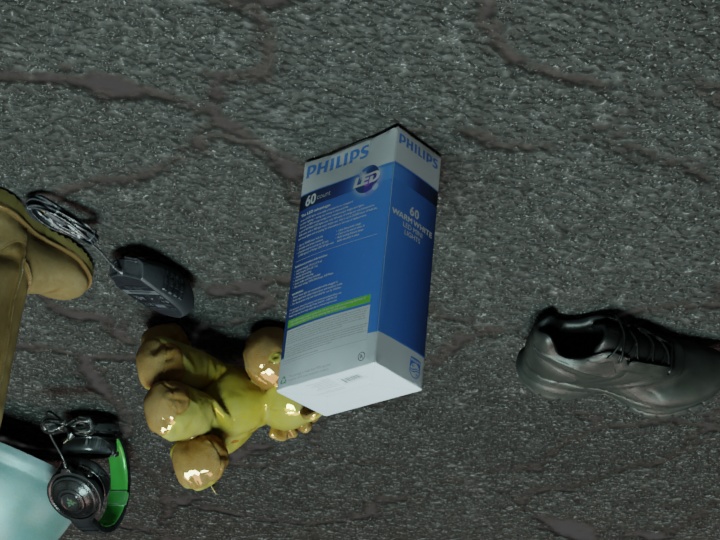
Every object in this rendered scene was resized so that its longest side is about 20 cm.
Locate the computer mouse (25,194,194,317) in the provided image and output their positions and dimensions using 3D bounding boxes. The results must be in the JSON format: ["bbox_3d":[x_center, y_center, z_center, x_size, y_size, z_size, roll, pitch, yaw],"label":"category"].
[{"bbox_3d":[-0.219,-0.017,1.419,0.058,0.034,0.200,4,153,42],"label":"computer mouse"}]

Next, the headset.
[{"bbox_3d":[-0.298,0.215,1.775,0.093,0.124,0.200,-5,146,19],"label":"headset"}]

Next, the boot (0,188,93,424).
[{"bbox_3d":[-0.309,0.054,1.377,0.066,0.202,0.175,-9,149,26],"label":"boot"}]

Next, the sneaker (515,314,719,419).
[{"bbox_3d":[0.247,0.083,1.475,0.198,0.076,0.091,3,146,0],"label":"sneaker"}]

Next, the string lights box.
[{"bbox_3d":[0.000,0.000,1.216,0.102,0.202,0.059,-18,144,39],"label":"string lights box"}]

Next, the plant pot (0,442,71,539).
[{"bbox_3d":[-0.433,0.279,1.846,0.199,0.135,0.200,20,162,7],"label":"plant pot"}]

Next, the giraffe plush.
[{"bbox_3d":[-0.109,0.123,1.551,0.161,0.173,0.201,-22,137,6],"label":"giraffe plush"}]
